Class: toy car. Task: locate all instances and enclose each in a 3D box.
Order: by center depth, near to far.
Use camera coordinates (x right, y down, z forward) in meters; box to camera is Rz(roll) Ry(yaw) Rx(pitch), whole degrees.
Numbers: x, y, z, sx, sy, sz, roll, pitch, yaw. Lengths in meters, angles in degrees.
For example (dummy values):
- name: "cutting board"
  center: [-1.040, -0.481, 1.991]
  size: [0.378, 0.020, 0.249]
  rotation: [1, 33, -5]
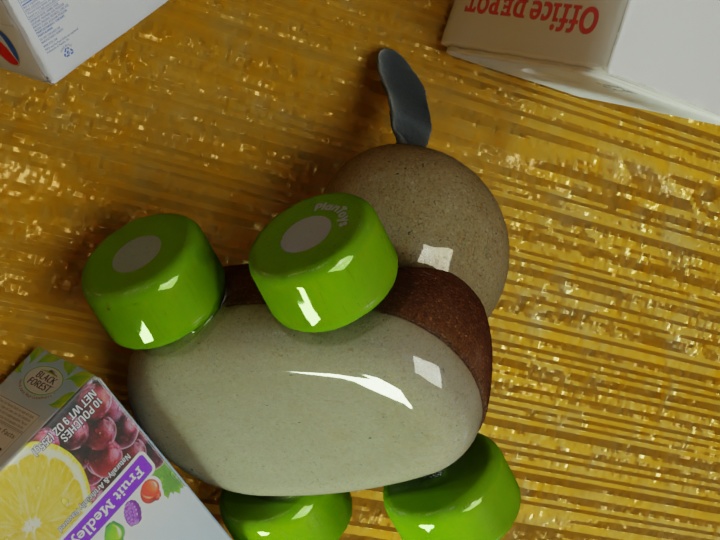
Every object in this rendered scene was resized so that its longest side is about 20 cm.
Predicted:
- name: "toy car"
  center: [0.000, 0.000, 1.019]
  size: [0.164, 0.158, 0.200]
  rotation: [62, 36, -34]

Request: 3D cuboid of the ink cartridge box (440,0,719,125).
- name: "ink cartridge box"
  center: [0.129, -0.173, 1.029]
  size: [0.086, 0.148, 0.200]
  rotation: [16, 92, -27]

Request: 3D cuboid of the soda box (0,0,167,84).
- name: "soda box"
  center: [-0.075, -0.158, 0.935]
  size: [0.200, 0.068, 0.064]
  rotation: [-39, 122, -23]

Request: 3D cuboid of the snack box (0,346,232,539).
- name: "snack box"
  center: [-0.116, 0.152, 0.993]
  size: [0.142, 0.053, 0.200]
  rotation: [-46, 125, -17]
